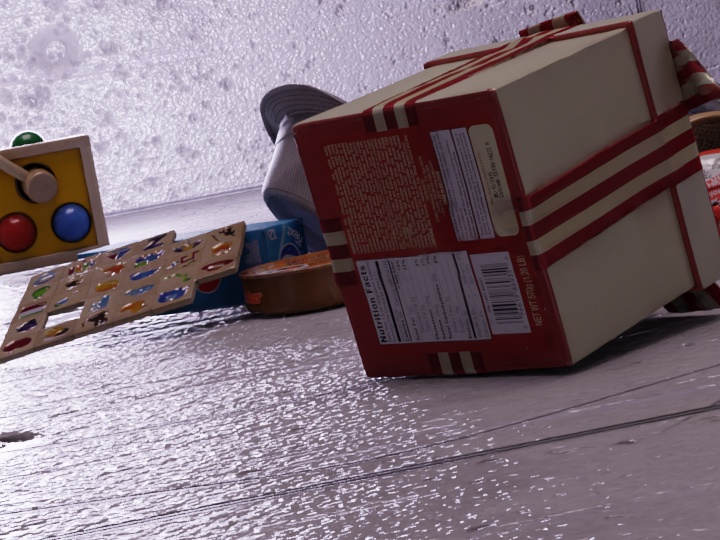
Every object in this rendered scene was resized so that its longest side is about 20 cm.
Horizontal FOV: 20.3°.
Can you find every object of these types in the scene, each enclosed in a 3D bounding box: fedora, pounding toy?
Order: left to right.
[{"bbox_3d":[-0.427,-0.102,2.560,0.183,0.201,0.142,-11,6,-10],"label":"pounding toy"},{"bbox_3d":[-0.016,-0.065,1.735,0.200,0.091,0.177,35,-23,-24],"label":"fedora"}]

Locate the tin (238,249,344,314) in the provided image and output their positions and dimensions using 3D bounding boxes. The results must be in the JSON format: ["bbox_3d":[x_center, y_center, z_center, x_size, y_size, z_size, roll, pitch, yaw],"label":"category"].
[{"bbox_3d":[0.000,0.000,1.619,0.199,0.042,0.112,-13,2,-24],"label":"tin"}]

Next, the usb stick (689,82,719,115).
[{"bbox_3d":[0.300,-0.130,1.658,0.055,0.033,0.200,-7,23,-24],"label":"usb stick"}]

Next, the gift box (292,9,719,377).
[{"bbox_3d":[0.106,-0.040,1.156,0.200,0.185,0.187,0,20,42],"label":"gift box"}]

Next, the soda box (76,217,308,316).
[{"bbox_3d":[-0.142,0.000,1.726,0.199,0.064,0.068,-6,7,32],"label":"soda box"}]

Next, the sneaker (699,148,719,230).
[{"bbox_3d":[0.268,-0.043,1.410,0.201,0.067,0.108,-20,18,21],"label":"sneaker"}]

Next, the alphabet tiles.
[{"bbox_3d":[-0.189,0.010,1.628,0.199,0.008,0.167,-17,21,9],"label":"alphabet tiles"}]

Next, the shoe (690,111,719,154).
[{"bbox_3d":[0.310,-0.077,1.517,0.199,0.070,0.053,10,2,-23],"label":"shoe"}]
